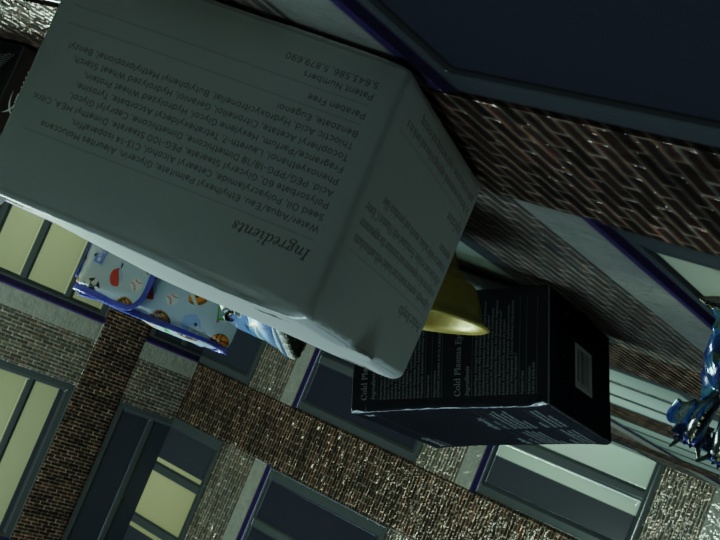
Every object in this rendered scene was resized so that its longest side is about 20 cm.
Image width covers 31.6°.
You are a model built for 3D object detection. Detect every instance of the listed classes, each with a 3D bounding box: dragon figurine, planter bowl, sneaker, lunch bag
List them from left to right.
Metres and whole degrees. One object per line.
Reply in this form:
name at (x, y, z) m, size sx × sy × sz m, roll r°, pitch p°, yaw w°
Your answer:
lunch bag at (-0.222, -0.013, 1.518) m, size 0.198 × 0.172 × 0.124 m, roll 25°, pitch 171°, yaw -11°
sneaker at (-0.084, 0.030, 1.102) m, size 0.088 × 0.080 × 0.200 m, roll 15°, pitch 172°, yaw 0°
planter bowl at (0.004, -0.014, 0.920) m, size 0.197 × 0.085 × 0.200 m, roll 12°, pitch 173°, yaw 1°
dragon figurine at (0.233, 0.078, 0.814) m, size 0.058 × 0.101 × 0.200 m, roll 21°, pitch 174°, yaw 19°

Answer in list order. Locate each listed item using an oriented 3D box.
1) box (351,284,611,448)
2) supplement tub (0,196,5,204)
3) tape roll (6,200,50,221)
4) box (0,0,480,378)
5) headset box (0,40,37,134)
box at (0.114, 0.092, 1.147) m, size 0.180 × 0.106 × 0.200 m, roll -6°, pitch 161°, yaw 24°
supplement tub at (-0.423, -0.153, 1.232) m, size 0.199 × 0.133 × 0.131 m, roll 27°, pitch 174°, yaw -37°
tape roll at (-0.539, -0.142, 2.091) m, size 0.198 × 0.086 × 0.200 m, roll 24°, pitch 174°, yaw 3°
box at (-0.059, -0.047, 0.698) m, size 0.198 × 0.132 × 0.199 m, roll 22°, pitch 174°, yaw 19°
headset box at (-0.269, -0.127, 1.119) m, size 0.148 × 0.078 × 0.199 m, roll 19°, pitch 171°, yaw 42°
